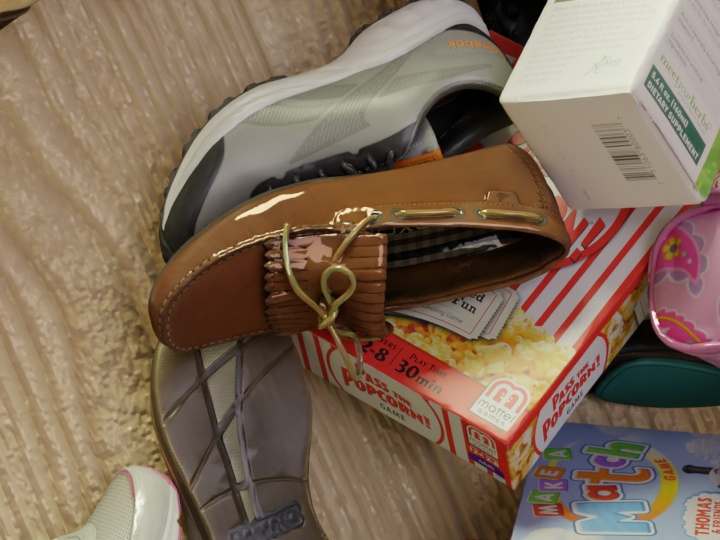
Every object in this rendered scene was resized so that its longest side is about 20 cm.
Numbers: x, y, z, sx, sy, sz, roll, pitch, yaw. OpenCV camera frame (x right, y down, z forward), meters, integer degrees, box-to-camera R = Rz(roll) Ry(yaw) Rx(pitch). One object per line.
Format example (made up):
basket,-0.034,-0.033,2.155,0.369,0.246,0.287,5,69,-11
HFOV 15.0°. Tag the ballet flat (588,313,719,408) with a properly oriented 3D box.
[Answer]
ballet flat,0.116,0.036,1.396,0.199,0.068,0.069,-2,70,-25

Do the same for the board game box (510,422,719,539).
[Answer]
board game box,0.176,0.124,1.318,0.199,0.151,0.037,3,111,8

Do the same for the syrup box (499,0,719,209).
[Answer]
syrup box,0.150,-0.129,1.324,0.079,0.081,0.201,53,51,-35

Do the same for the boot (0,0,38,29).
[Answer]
boot,-0.184,-0.193,1.290,0.199,0.077,0.156,-27,94,-29

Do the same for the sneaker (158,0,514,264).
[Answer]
sneaker,-0.010,-0.058,1.322,0.200,0.074,0.079,-33,52,-9

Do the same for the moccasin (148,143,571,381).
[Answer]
moccasin,0.000,0.001,1.276,0.200,0.074,0.078,-11,45,-16

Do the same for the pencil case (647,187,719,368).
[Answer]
pencil case,0.214,0.025,1.346,0.200,0.087,0.088,29,66,-52

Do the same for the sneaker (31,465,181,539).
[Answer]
sneaker,-0.158,0.161,1.239,0.088,0.081,0.200,43,66,-14

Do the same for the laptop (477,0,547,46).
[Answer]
laptop,0.185,-0.106,1.482,0.199,0.103,0.178,-25,91,0

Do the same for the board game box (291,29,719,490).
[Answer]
board game box,0.070,-0.009,1.347,0.151,0.046,0.200,28,64,25

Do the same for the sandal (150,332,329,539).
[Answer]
sandal,-0.056,0.109,1.309,0.080,0.054,0.201,-17,89,-27
